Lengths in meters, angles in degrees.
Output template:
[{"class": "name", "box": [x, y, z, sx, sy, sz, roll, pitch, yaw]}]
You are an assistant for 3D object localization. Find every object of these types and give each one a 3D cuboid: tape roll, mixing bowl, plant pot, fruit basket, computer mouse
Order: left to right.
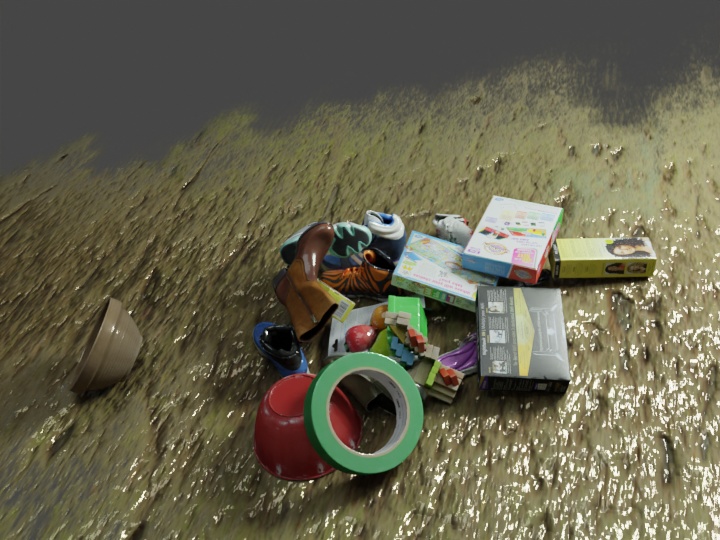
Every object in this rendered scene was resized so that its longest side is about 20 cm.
[{"class": "plant pot", "box": [-0.502, 0.163, 1.547, 0.093, 0.201, 0.201, 26, 34, -19]}, {"class": "mixing bowl", "box": [-0.102, 0.255, 1.351, 0.200, 0.108, 0.200, -7, 39, 6]}, {"class": "tape roll", "box": [0.006, 0.239, 1.289, 0.200, 0.048, 0.201, 6, 71, -19]}, {"class": "fruit basket", "box": [0.033, 0.132, 1.506, 0.200, 0.094, 0.185, -19, 35, 17]}, {"class": "computer mouse", "box": [0.295, -0.016, 1.640, 0.140, 0.046, 0.200, -21, 50, -18]}]

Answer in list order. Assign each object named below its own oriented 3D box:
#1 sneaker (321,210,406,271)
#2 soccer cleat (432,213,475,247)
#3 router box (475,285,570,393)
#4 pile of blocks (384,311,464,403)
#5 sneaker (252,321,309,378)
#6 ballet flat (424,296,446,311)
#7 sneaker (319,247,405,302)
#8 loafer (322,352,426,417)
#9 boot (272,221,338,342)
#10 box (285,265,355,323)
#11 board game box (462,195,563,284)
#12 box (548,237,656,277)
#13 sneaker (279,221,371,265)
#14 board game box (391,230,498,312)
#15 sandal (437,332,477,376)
[{"class": "sneaker", "box": [0.001, -0.073, 1.701, 0.200, 0.147, 0.081, -5, 38, 7]}, {"class": "soccer cleat", "box": [0.208, -0.077, 1.681, 0.085, 0.069, 0.200, 15, 21, -11]}, {"class": "router box", "box": [0.292, 0.123, 1.406, 0.157, 0.052, 0.200, 3, 53, 3]}, {"class": "pile of blocks", "box": [0.104, 0.153, 1.380, 0.082, 0.062, 0.200, -41, 78, -10]}, {"class": "sneaker", "box": [-0.166, 0.134, 1.514, 0.077, 0.111, 0.200, -24, 39, -15]}, {"class": "ballet flat", "box": [0.147, 0.015, 1.634, 0.072, 0.068, 0.200, -18, 38, 23]}, {"class": "sneaker", "box": [0.000, 0.000, 1.638, 0.200, 0.112, 0.078, 6, 41, 21]}, {"class": "loafer", "box": [0.017, 0.210, 1.383, 0.200, 0.075, 0.070, 19, 53, 15]}, {"class": "boot", "box": [-0.089, 0.016, 1.489, 0.188, 0.068, 0.200, -47, 34, 7]}, {"class": "box", "box": [-0.093, 0.044, 1.598, 0.050, 0.075, 0.200, -58, 35, -3]}, {"class": "board game box", "box": [0.310, -0.067, 1.561, 0.153, 0.040, 0.200, 14, 47, 22]}, {"class": "box", "box": [0.491, -0.026, 1.570, 0.200, 0.050, 0.075, -2, 38, 4]}, {"class": "sneaker", "box": [-0.071, -0.077, 1.667, 0.200, 0.078, 0.140, -9, 20, 9]}, {"class": "board game box", "box": [0.177, 0.003, 1.554, 0.200, 0.034, 0.134, 19, 49, 10]}, {"class": "sandal", "box": [0.219, 0.146, 1.449, 0.203, 0.050, 0.082, -30, 42, -23]}]
